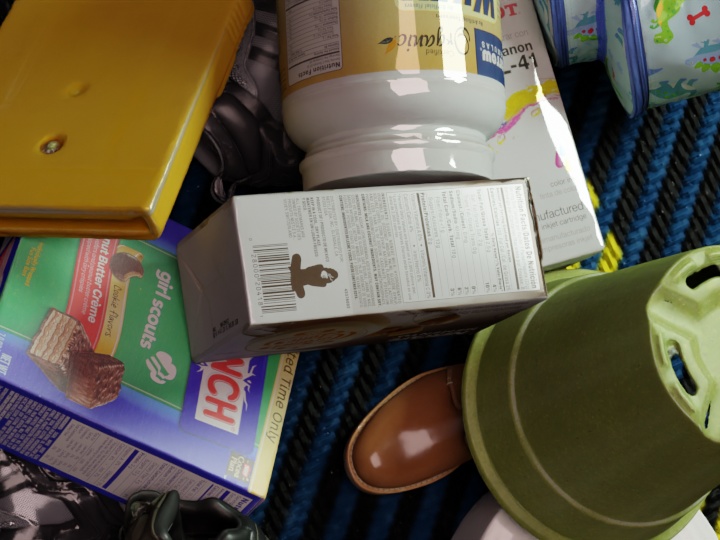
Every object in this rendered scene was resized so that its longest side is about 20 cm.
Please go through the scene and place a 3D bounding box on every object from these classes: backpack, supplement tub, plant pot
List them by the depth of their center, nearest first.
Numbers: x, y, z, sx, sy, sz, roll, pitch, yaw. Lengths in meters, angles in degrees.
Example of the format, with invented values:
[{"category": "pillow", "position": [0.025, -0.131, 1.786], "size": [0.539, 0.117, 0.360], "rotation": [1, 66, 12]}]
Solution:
[{"category": "supplement tub", "position": [0.019, -0.149, 1.102], "size": [0.143, 0.144, 0.203], "rotation": [-1, 82, -15]}, {"category": "plant pot", "position": [0.190, 0.070, 1.107], "size": [0.198, 0.190, 0.203], "rotation": [6, 72, -19]}, {"category": "backpack", "position": [0.190, -0.212, 1.232], "size": [0.145, 0.183, 0.202], "rotation": [-16, 83, 6]}]

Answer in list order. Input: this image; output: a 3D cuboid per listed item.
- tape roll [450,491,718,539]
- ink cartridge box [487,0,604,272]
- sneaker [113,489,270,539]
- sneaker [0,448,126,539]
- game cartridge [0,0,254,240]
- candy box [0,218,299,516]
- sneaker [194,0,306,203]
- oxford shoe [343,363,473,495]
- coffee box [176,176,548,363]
[{"category": "tape roll", "position": [0.154, 0.233, 1.203], "size": [0.200, 0.071, 0.205], "rotation": [2, 81, -15]}, {"category": "ink cartridge box", "position": [0.069, -0.086, 1.223], "size": [0.146, 0.086, 0.202], "rotation": [-15, 87, -16]}, {"category": "sneaker", "position": [-0.147, 0.198, 1.057], "size": [0.198, 0.076, 0.115], "rotation": [-23, 124, 0]}, {"category": "sneaker", "position": [-0.240, 0.143, 1.104], "size": [0.199, 0.075, 0.115], "rotation": [30, 72, -12]}, {"category": "game cartridge", "position": [-0.174, -0.104, 1.108], "size": [0.174, 0.033, 0.201], "rotation": [2, 49, 21]}, {"category": "candy box", "position": [-0.142, 0.052, 1.106], "size": [0.199, 0.077, 0.170], "rotation": [27, 49, -19]}, {"category": "sneaker", "position": [-0.084, -0.146, 1.186], "size": [0.113, 0.075, 0.202], "rotation": [-16, 88, -20]}, {"category": "oxford shoe", "position": [0.079, 0.094, 1.205], "size": [0.198, 0.071, 0.072], "rotation": [-25, 90, -16]}, {"category": "coffee box", "position": [0.000, 0.000, 1.075], "size": [0.198, 0.114, 0.081], "rotation": [-5, 79, -25]}]
